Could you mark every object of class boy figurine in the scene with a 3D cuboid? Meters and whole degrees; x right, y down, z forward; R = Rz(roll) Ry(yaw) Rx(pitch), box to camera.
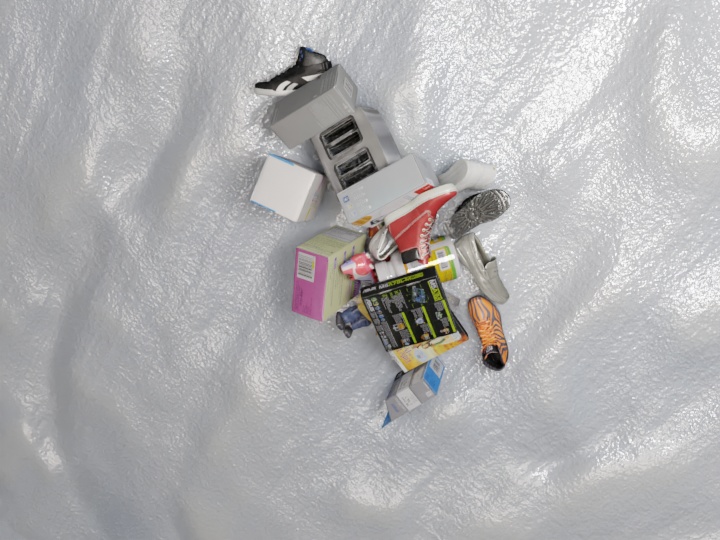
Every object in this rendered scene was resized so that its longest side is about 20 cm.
[{"bbox_3d":[0.037,0.106,1.751,0.199,0.065,0.125,-25,121,20],"label":"boy figurine"}]

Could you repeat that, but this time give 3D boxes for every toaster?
[{"bbox_3d":[-0.003,-0.277,1.614,0.199,0.118,0.182,-26,88,24],"label":"toaster"}]

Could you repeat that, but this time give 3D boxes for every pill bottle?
[{"bbox_3d":[0.140,-0.007,1.675,0.198,0.111,0.112,-18,107,2],"label":"pill bottle"}]

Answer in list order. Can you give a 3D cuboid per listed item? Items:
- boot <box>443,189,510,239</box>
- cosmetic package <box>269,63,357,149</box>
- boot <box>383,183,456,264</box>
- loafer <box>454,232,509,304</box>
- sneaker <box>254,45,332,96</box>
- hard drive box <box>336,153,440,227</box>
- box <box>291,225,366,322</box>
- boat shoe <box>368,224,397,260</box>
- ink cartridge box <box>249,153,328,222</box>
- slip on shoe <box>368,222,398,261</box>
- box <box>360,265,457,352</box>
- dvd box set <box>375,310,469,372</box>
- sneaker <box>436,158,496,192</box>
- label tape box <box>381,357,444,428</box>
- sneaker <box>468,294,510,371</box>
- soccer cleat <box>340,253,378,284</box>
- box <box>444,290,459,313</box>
[{"bbox_3d":[0.279,-0.145,1.560,0.164,0.200,0.066,-27,92,23],"label":"boot"},{"bbox_3d":[-0.109,-0.380,1.573,0.199,0.107,0.090,-23,131,25],"label":"cosmetic package"},{"bbox_3d":[0.158,-0.098,1.540,0.199,0.072,0.145,-32,75,35],"label":"boot"},{"bbox_3d":[0.312,-0.004,1.679,0.070,0.070,0.201,-33,99,34],"label":"loafer"},{"bbox_3d":[-0.162,-0.482,1.629,0.198,0.073,0.113,1,109,8],"label":"sneaker"},{"bbox_3d":[0.069,-0.180,1.550,0.199,0.156,0.077,-27,81,20],"label":"hard drive box"},{"bbox_3d":[-0.080,0.003,1.721,0.096,0.200,0.178,18,117,23],"label":"box"},{"bbox_3d":[0.097,-0.108,1.649,0.070,0.069,0.201,28,101,-23],"label":"boat shoe"},{"bbox_3d":[-0.168,-0.204,1.681,0.128,0.200,0.126,24,99,6],"label":"ink cartridge box"},{"bbox_3d":[0.043,-0.107,1.720,0.061,0.074,0.201,-14,112,25],"label":"slip on shoe"},{"bbox_3d":[0.121,0.098,1.654,0.191,0.048,0.201,-19,128,9],"label":"box"},{"bbox_3d":[0.160,0.166,1.752,0.199,0.029,0.147,-29,114,17],"label":"dvd box set"},{"bbox_3d":[0.239,-0.201,1.616,0.200,0.115,0.074,-28,66,56],"label":"sneaker"},{"bbox_3d":[0.125,0.323,1.830,0.199,0.144,0.063,-37,98,26],"label":"label tape box"},{"bbox_3d":[0.330,0.165,1.720,0.077,0.112,0.201,-23,104,24],"label":"sneaker"},{"bbox_3d":[0.000,0.000,1.714,0.076,0.200,0.067,-17,78,4],"label":"soccer cleat"},{"bbox_3d":[0.139,0.096,1.785,0.199,0.048,0.159,31,118,2],"label":"box"}]
